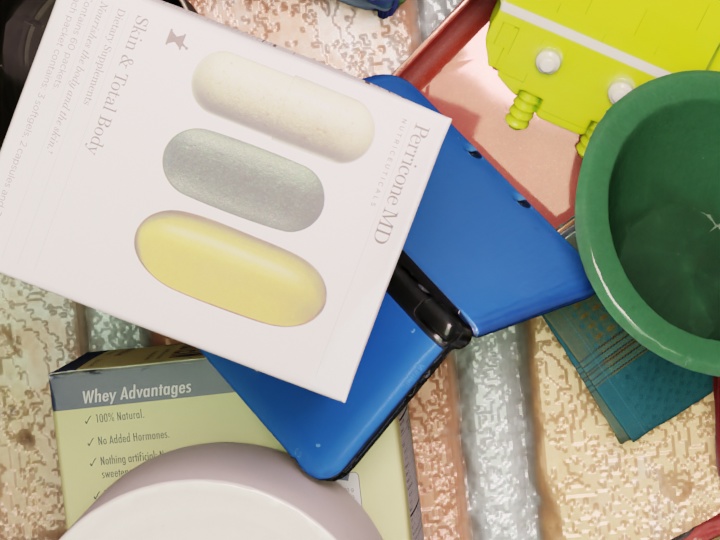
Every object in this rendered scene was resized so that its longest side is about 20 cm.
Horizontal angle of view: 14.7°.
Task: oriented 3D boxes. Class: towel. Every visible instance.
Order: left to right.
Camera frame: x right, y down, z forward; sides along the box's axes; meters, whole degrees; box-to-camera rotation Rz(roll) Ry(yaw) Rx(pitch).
[{"bbox_3d":[0.200,-0.005,1.625,0.199,0.022,0.147,-34,115,-2],"label":"towel"}]

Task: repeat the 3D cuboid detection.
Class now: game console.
[{"bbox_3d":[0.000,0.000,1.563,0.171,0.118,0.200,-50,59,13],"label":"game console"}]

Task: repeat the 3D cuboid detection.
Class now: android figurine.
[{"bbox_3d":[0.145,-0.152,1.569,0.181,0.041,0.201,24,121,-5],"label":"android figurine"}]

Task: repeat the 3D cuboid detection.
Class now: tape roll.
[{"bbox_3d":[-0.079,0.200,1.492,0.201,0.139,0.204,0,95,3],"label":"tape roll"}]

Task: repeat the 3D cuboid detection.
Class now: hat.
[{"bbox_3d":[0.177,0.008,1.604,0.164,0.176,0.202,7,72,-12],"label":"hat"}]

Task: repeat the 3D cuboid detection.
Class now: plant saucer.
[{"bbox_3d":[0.136,-0.094,1.648,0.200,0.037,0.200,44,95,0],"label":"plant saucer"}]

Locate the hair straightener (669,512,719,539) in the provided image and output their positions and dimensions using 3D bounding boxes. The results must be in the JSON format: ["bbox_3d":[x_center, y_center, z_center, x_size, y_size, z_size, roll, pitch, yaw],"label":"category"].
[{"bbox_3d":[0.211,0.187,1.656,0.199,0.041,0.077,-26,92,5],"label":"hair straightener"}]

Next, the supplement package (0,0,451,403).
[{"bbox_3d":[-0.075,-0.044,1.408,0.199,0.151,0.153,21,93,-2],"label":"supplement package"}]

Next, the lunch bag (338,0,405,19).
[{"bbox_3d":[0.020,-0.240,1.559,0.082,0.200,0.162,20,77,2],"label":"lunch bag"}]

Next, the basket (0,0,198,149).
[{"bbox_3d":[-0.149,-0.118,1.583,0.136,0.200,0.181,-36,92,4],"label":"basket"}]

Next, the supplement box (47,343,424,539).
[{"bbox_3d":[-0.065,0.142,1.625,0.198,0.134,0.201,-6,93,4],"label":"supplement box"}]
